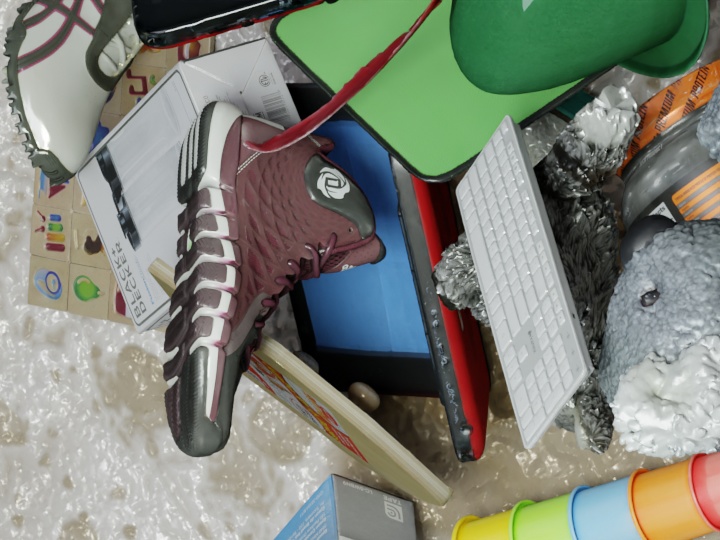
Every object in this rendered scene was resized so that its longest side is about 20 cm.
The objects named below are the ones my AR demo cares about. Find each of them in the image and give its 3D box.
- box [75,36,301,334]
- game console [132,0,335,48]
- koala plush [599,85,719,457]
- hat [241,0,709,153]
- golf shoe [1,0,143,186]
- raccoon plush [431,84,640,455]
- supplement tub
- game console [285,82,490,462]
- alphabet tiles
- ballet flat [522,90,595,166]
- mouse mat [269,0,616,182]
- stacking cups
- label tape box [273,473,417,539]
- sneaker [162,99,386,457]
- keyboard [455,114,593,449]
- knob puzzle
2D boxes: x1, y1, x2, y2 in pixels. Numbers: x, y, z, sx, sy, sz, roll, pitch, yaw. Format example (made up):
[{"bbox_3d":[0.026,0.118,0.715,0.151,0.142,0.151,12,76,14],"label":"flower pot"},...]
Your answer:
[{"bbox_3d":[-0.095,-0.046,1.778,0.200,0.060,0.117,-34,76,62],"label":"box"},{"bbox_3d":[-0.065,-0.244,1.693,0.172,0.200,0.119,-16,130,5],"label":"game console"},{"bbox_3d":[0.198,0.013,1.452,0.200,0.177,0.184,-42,94,2],"label":"koala plush"},{"bbox_3d":[0.059,-0.116,1.535,0.166,0.176,0.200,43,158,19],"label":"hat"},{"bbox_3d":[-0.163,-0.149,1.827,0.088,0.077,0.200,-5,64,22],"label":"golf shoe"},{"bbox_3d":[0.120,0.011,1.578,0.134,0.097,0.200,49,153,9],"label":"raccoon plush"},{"bbox_3d":[0.221,-0.008,1.603,0.122,0.122,0.200,-38,75,30],"label":"supplement tub"},{"bbox_3d":[0.000,0.000,1.725,0.118,0.172,0.200,-11,109,8],"label":"game console"},{"bbox_3d":[-0.140,-0.064,1.898,0.167,0.008,0.200,10,101,32],"label":"alphabet tiles"},{"bbox_3d":[0.065,-0.109,1.723,0.200,0.072,0.072,43,116,23],"label":"ballet flat"},{"bbox_3d":[0.069,-0.142,1.657,0.161,0.200,0.008,45,162,34],"label":"mouse mat"},{"bbox_3d":[0.151,0.143,1.712,0.200,0.060,0.061,-20,85,28],"label":"stacking cups"},{"bbox_3d":[-0.023,0.242,1.753,0.144,0.063,0.200,-51,29,33],"label":"label tape box"},{"bbox_3d":[-0.042,0.008,1.632,0.076,0.115,0.200,142,134,-66],"label":"sneaker"},{"bbox_3d":[0.079,0.003,1.496,0.056,0.011,0.200,-50,31,28],"label":"keyboard"},{"bbox_3d":[-0.021,0.069,1.743,0.220,0.220,0.030,35,81,25],"label":"knob puzzle"}]
